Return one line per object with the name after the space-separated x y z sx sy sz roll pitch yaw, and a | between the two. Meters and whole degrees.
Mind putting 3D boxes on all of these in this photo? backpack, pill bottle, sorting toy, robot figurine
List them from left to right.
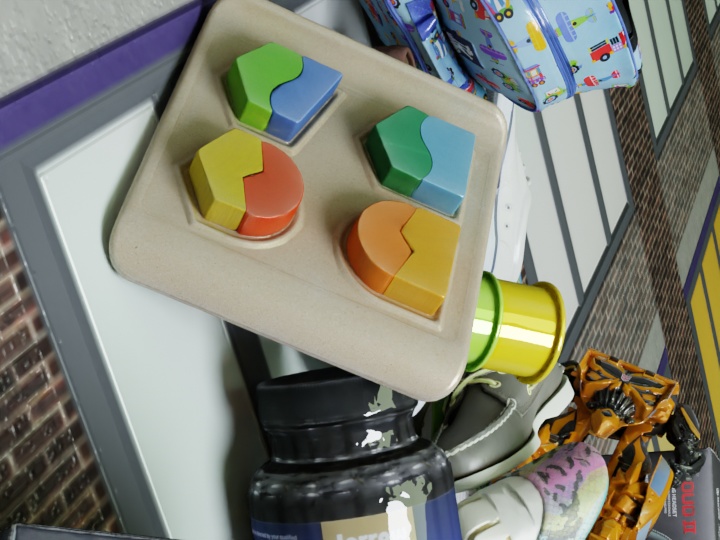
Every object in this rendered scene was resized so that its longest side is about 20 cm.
-0.015 -0.049 0.709 0.037 0.185 0.200 124 -14 -50 | sorting toy
0.000 0.153 0.726 0.112 0.111 0.201 -11 93 -66 | pill bottle
0.087 -0.182 0.895 0.200 0.134 0.183 54 -2 41 | backpack
0.167 0.130 0.974 0.200 0.145 0.058 -51 155 -45 | robot figurine

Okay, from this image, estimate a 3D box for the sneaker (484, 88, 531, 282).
0.094 -0.079 1.032 0.071 0.073 0.201 8 88 -46 | sneaker

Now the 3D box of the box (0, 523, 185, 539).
-0.053 0.198 0.493 0.199 0.104 0.183 12 66 -26 | box

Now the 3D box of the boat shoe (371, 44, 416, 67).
0.041 -0.065 0.931 0.072 0.072 0.201 -65 140 -51 | boat shoe

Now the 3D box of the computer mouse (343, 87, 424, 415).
0.000 0.000 0.785 0.110 0.044 0.200 -45 114 -36 | computer mouse

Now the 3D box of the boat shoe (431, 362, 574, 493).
0.085 0.088 0.889 0.202 0.072 0.060 -33 102 -63 | boat shoe

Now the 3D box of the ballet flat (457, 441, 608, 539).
0.063 0.174 0.797 0.071 0.200 0.069 32 14 -36 | ballet flat

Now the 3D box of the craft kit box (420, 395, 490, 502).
0.070 0.153 0.967 0.198 0.048 0.201 47 41 -56 | craft kit box

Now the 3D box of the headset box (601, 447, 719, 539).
0.198 0.220 1.038 0.077 0.199 0.149 43 46 -55 | headset box

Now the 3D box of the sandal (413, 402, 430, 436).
0.016 0.069 0.870 0.082 0.054 0.201 37 64 -50 | sandal

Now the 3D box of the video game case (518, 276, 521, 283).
0.093 -0.073 1.117 0.143 0.018 0.201 -6 88 -65 | video game case

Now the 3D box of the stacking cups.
0.011 0.015 0.738 0.199 0.060 0.061 13 64 -20 | stacking cups
